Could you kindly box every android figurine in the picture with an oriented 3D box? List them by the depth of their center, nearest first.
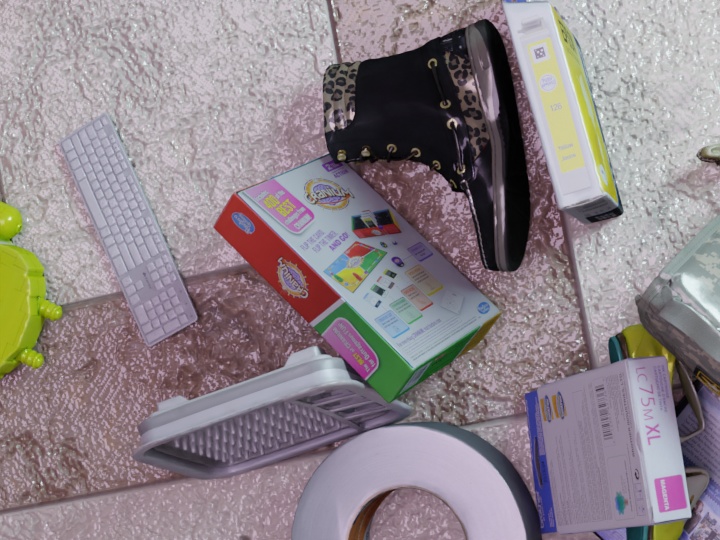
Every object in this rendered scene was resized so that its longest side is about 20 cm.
[{"bbox_3d":[-0.357,0.021,1.637,0.198,0.041,0.184,22,95,17],"label":"android figurine"}]

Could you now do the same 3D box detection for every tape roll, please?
[{"bbox_3d":[0.046,0.225,1.498,0.198,0.066,0.203,-1,88,17],"label":"tape roll"}]

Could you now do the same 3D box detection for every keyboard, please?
[{"bbox_3d":[-0.203,-0.036,1.608,0.056,0.011,0.202,-27,81,14],"label":"keyboard"}]

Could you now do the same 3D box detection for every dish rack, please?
[{"bbox_3d":[-0.073,0.114,1.485,0.198,0.171,0.044,-21,71,17],"label":"dish rack"}]

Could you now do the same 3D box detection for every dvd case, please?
[{"bbox_3d":[0.289,0.170,1.451,0.142,0.018,0.201,41,101,15],"label":"dvd case"}]

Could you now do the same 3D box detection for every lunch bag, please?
[{"bbox_3d":[0.297,0.042,1.349,0.164,0.200,0.118,40,121,13],"label":"lunch bag"}]

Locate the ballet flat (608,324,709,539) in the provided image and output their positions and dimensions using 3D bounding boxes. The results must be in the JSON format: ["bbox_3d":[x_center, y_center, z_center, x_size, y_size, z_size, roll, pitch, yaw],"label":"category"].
[{"bbox_3d":[0.235,0.141,1.429,0.066,0.067,0.203,-5,86,-6],"label":"ballet flat"}]

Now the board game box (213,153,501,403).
[{"bbox_3d":[0.000,0.000,1.472,0.200,0.153,0.040,45,123,13],"label":"board game box"}]

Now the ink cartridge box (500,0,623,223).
[{"bbox_3d":[0.152,-0.141,1.406,0.046,0.198,0.202,-14,86,13],"label":"ink cartridge box"}]

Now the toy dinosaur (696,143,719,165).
[{"bbox_3d":[0.357,-0.076,1.405,0.198,0.088,0.048,25,71,15],"label":"toy dinosaur"}]

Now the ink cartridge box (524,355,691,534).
[{"bbox_3d":[0.184,0.138,1.411,0.041,0.200,0.121,-4,81,-21],"label":"ink cartridge box"}]

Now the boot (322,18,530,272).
[{"bbox_3d":[0.054,-0.091,1.502,0.152,0.073,0.206,-9,82,19],"label":"boot"}]
